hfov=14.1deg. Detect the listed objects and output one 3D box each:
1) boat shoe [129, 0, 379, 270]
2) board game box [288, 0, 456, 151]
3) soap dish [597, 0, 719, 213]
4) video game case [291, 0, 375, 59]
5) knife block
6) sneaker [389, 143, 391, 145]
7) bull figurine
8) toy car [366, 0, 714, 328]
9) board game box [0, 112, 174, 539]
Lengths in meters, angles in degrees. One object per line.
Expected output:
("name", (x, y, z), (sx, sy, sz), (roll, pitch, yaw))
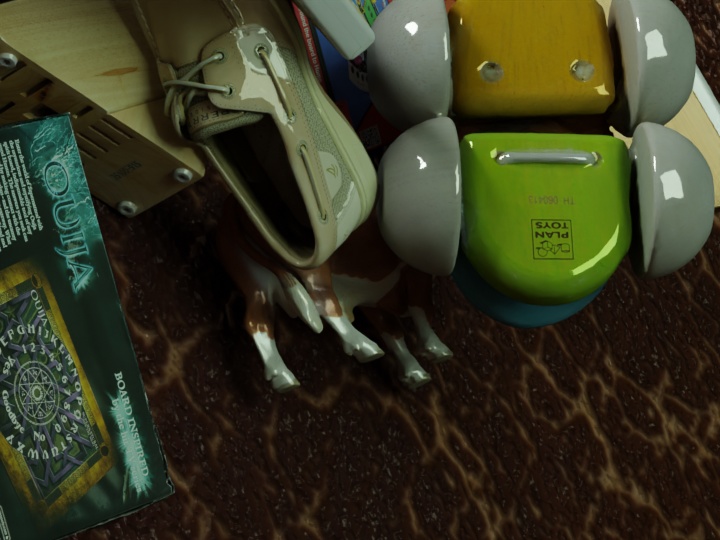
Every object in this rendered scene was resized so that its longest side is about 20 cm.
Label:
("boat shoe", (-0.065, -0.092, 1.472), (0.200, 0.072, 0.065), (58, 39, -15))
("board game box", (0.002, -0.169, 1.605), (0.103, 0.019, 0.200), (-23, 110, -22))
("soap dish", (0.123, -0.101, 1.716), (0.081, 0.157, 0.200), (-35, 97, -33))
("video game case", (-0.084, -0.211, 1.449), (0.200, 0.023, 0.182), (49, 1, -44))
("knife block", (-0.122, -0.128, 1.532), (0.200, 0.064, 0.176), (33, 48, -30))
("sneaker", (0.001, -0.148, 1.660), (0.083, 0.071, 0.200), (-25, 113, -14))
("bull figurine", (0.000, 0.000, 1.590), (0.200, 0.065, 0.122), (-2, 67, -47))
("toy car", (0.090, -0.058, 1.572), (0.175, 0.150, 0.200), (0, 60, -8))
("board game box", (-0.169, 0.032, 1.398), (0.135, 0.028, 0.200), (-16, 92, -48))
